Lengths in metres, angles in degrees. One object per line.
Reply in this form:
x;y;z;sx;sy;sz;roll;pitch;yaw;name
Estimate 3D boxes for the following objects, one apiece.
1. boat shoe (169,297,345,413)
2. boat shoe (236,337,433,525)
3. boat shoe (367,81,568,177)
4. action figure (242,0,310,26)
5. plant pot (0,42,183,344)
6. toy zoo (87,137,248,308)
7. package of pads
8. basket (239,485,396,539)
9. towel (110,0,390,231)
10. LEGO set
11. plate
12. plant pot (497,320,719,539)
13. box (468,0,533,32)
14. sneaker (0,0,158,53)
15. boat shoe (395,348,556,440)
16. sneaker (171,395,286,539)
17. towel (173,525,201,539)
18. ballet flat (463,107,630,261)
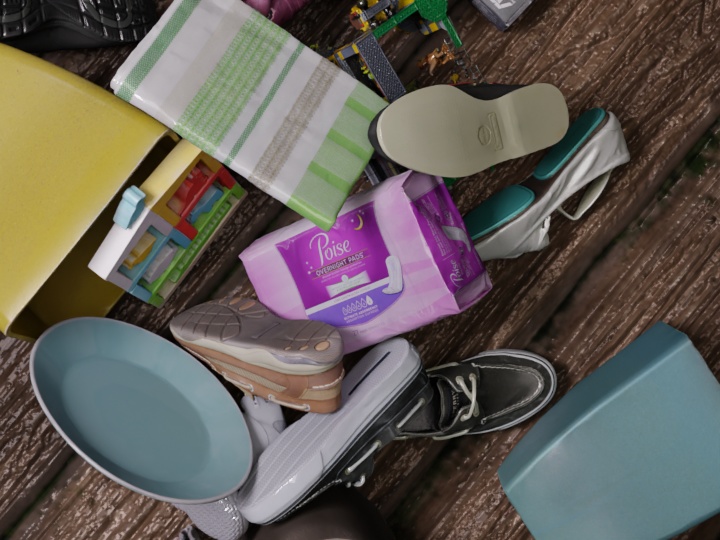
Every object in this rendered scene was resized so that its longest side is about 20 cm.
-0.089;0.075;1.279;0.075;0.199;0.072;-27;118;-34;boat shoe
-0.012;0.145;1.254;0.200;0.072;0.071;-42;116;-15;boat shoe
0.081;-0.116;1.251;0.200;0.063;0.074;-13;98;-39;boat shoe
-0.064;-0.239;1.304;0.149;0.134;0.200;43;77;-4;action figure
-0.264;-0.070;1.261;0.176;0.200;0.200;39;87;9;plant pot
-0.157;-0.039;1.256;0.020;0.200;0.132;36;86;12;toy zoo
0.000;0.000;1.283;0.199;0.076;0.121;-22;96;37;package of pads
-0.025;0.262;1.263;0.135;0.200;0.181;-33;93;-4;basket
-0.081;-0.131;1.201;0.199;0.031;0.150;34;52;-6;towel
0.032;-0.143;1.333;0.201;0.115;0.154;52;57;-16;LEGO set
-0.176;0.115;1.220;0.199;0.200;0.026;34;115;-4;plate
0.225;0.164;1.320;0.199;0.141;0.142;-34;92;3;plant pot
0.110;-0.339;1.354;0.200;0.049;0.161;44;90;-3;box
-0.265;-0.218;1.295;0.199;0.090;0.077;-4;80;-39;sneaker
0.079;0.116;1.340;0.198;0.064;0.071;-12;91;-5;boat shoe
-0.138;0.136;1.318;0.200;0.075;0.115;39;52;23;sneaker
-0.095;0.300;1.259;0.032;0.200;0.192;-38;91;-6;towel
0.162;-0.058;1.354;0.200;0.069;0.070;-42;93;-5;ballet flat
